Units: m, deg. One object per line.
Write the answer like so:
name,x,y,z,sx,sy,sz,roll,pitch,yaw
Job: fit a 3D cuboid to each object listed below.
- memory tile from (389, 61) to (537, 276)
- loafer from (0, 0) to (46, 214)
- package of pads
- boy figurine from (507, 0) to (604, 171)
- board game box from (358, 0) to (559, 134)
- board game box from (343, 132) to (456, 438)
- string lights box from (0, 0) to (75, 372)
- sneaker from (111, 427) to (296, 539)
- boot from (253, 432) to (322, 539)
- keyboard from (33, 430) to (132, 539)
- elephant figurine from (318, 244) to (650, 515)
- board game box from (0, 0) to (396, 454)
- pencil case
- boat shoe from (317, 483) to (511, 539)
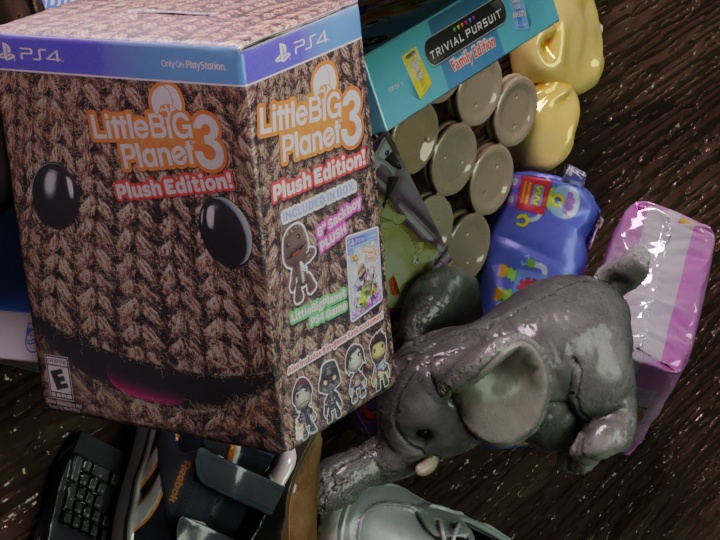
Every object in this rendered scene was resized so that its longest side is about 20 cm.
memory tile,0.049,-0.052,1.505,0.153,0.017,0.201,21,88,-54
loafer,-0.195,-0.129,1.141,0.071,0.073,0.202,-32,125,-59
package of pads,0.197,0.045,1.635,0.200,0.075,0.121,98,10,-68
boy figurine,0.138,-0.170,1.614,0.124,0.064,0.202,9,87,-55
board game box,0.004,-0.127,1.344,0.200,0.150,0.047,-35,111,-48
board game box,0.000,0.000,1.430,0.120,0.032,0.200,-46,134,-18
string lights box,-0.142,-0.042,1.224,0.103,0.059,0.202,18,78,-55
sneaker,-0.088,0.125,1.281,0.078,0.079,0.202,28,63,-55
boot,-0.052,0.124,1.363,0.075,0.073,0.201,42,53,-63
keyboard,-0.123,0.182,1.308,0.200,0.020,0.128,35,64,-50
elephant figurine,0.074,0.069,1.434,0.199,0.141,0.156,3,76,-32
board game box,-0.081,-0.029,1.115,0.097,0.159,0.201,-29,118,-50
pencil case,0.117,0.027,1.584,0.078,0.086,0.202,105,-4,-82
boat shoe,0.048,0.183,1.508,0.200,0.071,0.071,25,73,-54
